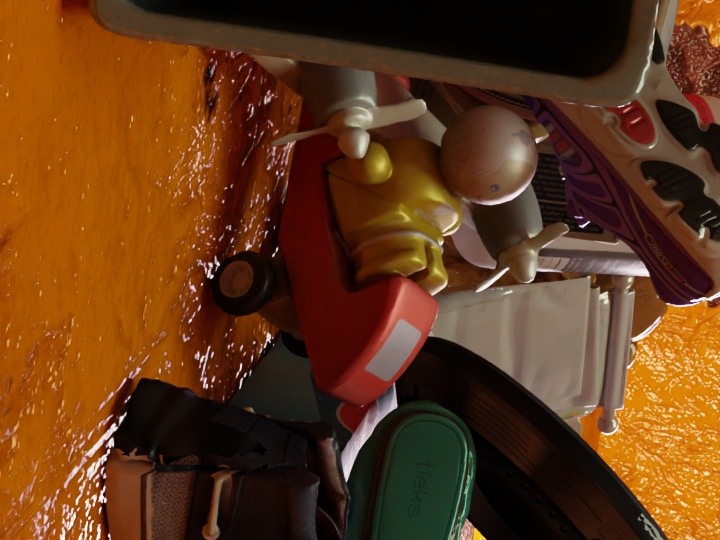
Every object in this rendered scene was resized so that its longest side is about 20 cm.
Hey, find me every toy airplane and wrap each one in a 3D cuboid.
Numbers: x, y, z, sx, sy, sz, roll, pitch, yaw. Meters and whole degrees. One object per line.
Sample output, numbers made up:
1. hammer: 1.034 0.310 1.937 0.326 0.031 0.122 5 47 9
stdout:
1. toy airplane: 0.019 -0.061 1.106 0.200 0.141 0.199 -42 122 -52

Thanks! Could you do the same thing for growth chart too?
1. growth chart: 0.078 0.058 1.452 0.018 0.200 0.145 -120 -147 -50

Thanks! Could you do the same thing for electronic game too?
1. electronic game: 0.089 0.110 1.170 0.042 0.200 0.200 -43 157 -14

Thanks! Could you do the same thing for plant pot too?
1. plant pot: 0.017 -0.173 0.913 0.200 0.196 0.196 -75 173 -85

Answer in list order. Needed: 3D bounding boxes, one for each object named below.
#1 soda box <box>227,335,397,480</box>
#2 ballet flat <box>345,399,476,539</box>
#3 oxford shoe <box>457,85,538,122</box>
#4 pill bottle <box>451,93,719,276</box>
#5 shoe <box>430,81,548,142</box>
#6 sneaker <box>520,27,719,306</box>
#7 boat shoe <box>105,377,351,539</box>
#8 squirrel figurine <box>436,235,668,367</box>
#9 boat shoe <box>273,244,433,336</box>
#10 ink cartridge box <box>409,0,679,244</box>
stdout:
1. soda box: -0.031 0.092 1.175 0.200 0.068 0.064 -54 152 -67
2. ballet flat: 0.011 0.159 1.111 0.070 0.067 0.200 137 -32 -84
3. oxford shoe: 0.053 -0.148 1.189 0.070 0.200 0.075 -37 147 -12
4. pill bottle: 0.114 -0.054 1.410 0.111 0.200 0.111 -177 -90 -78
5. shoe: 0.061 -0.130 1.261 0.053 0.070 0.200 75 -6 -49
6. sneaker: 0.104 -0.066 1.103 0.081 0.200 0.083 -20 157 -33
7. boat shoe: -0.054 0.137 1.029 0.075 0.093 0.200 -70 164 -45
8. squirrel figurine: 0.127 -0.013 1.555 0.187 0.200 0.142 -104 170 -50
9. boat shoe: 0.000 0.000 1.270 0.200 0.072 0.066 42 62 -67
10. ink cartridge box: 0.083 -0.116 1.332 0.075 0.165 0.200 87 17 -46
